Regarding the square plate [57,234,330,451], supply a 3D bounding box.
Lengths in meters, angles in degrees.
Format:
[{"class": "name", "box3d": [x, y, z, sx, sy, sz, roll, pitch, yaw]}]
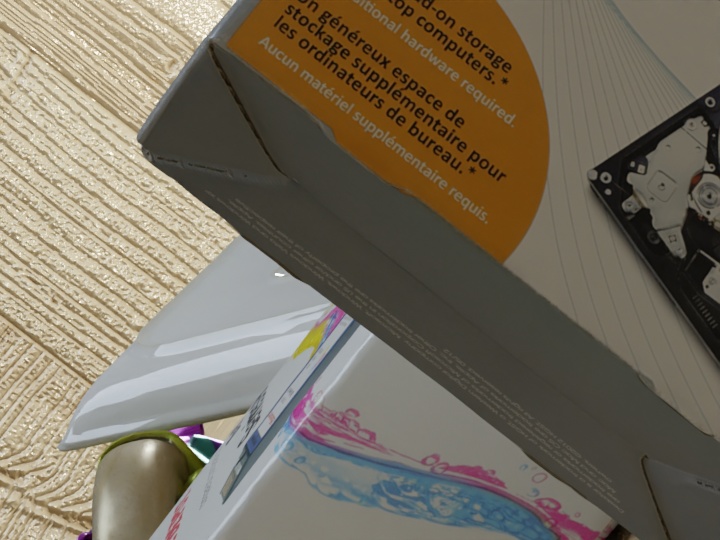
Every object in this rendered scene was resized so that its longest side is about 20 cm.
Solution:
[{"class": "square plate", "box3d": [0.000, 0.000, 1.047, 0.200, 0.028, 0.198, -14, 17, 26]}]

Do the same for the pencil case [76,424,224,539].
[{"class": "pencil case", "box3d": [-0.081, 0.129, 1.148, 0.085, 0.093, 0.200, -16, 7, 6]}]

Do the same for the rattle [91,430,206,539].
[{"class": "rattle", "box3d": [-0.027, 0.136, 0.921, 0.200, 0.143, 0.130, -96, 9, -63]}]

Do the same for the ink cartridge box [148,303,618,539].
[{"class": "ink cartridge box", "box3d": [0.026, 0.040, 0.736, 0.200, 0.087, 0.145, -53, 4, 7]}]

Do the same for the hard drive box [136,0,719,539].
[{"class": "hard drive box", "box3d": [0.075, -0.063, 0.583, 0.200, 0.156, 0.077, -54, 5, -21]}]
